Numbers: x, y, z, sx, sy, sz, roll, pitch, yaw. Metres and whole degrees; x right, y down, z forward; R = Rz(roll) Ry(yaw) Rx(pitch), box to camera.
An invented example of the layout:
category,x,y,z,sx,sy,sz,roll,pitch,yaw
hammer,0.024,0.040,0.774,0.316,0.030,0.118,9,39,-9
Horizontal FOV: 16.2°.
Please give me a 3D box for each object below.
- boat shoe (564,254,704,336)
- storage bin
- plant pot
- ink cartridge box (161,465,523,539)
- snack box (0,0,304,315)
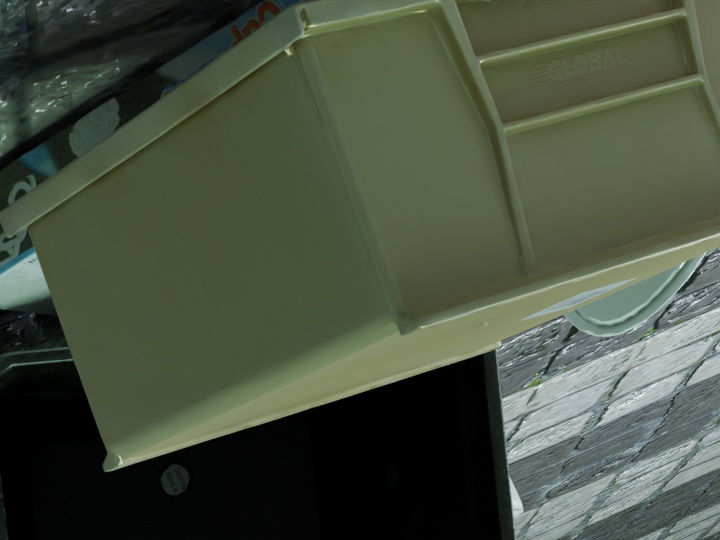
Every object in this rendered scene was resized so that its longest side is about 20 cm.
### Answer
category,x,y,z,sx,sy,sz,roll,pitch,yaw
boat shoe,0.167,-0.052,1.215,0.199,0.076,0.060,-36,-158,5
storage bin,0.025,-0.024,0.796,0.198,0.094,0.200,-16,173,-35
plant pot,-0.055,0.129,1.026,0.198,0.202,0.177,-6,177,-14
ink cartridge box,-0.043,0.092,1.193,0.199,0.147,0.084,-28,164,11
snack box,-0.050,-0.046,0.926,0.199,0.037,0.116,-30,165,18
